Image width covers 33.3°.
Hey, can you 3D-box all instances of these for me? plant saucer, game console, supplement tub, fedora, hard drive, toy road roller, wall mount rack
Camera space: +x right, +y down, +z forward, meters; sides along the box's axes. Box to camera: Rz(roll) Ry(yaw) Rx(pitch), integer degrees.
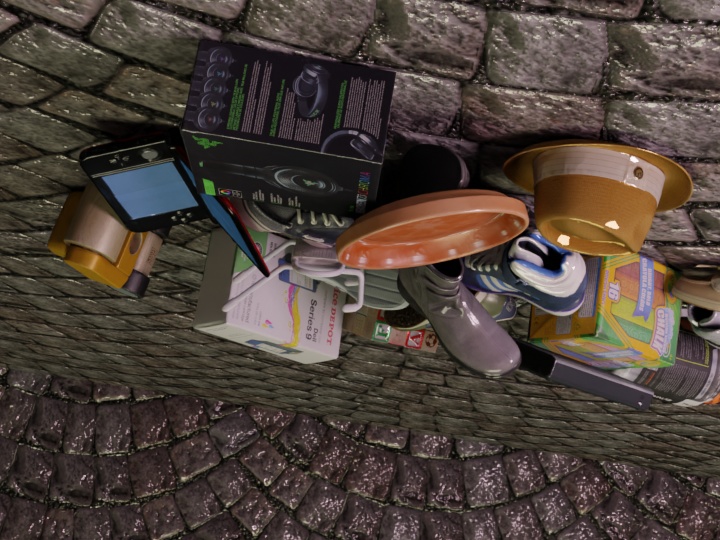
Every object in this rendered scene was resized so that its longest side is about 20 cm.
[{"bbox_3d":[0.071,-0.043,1.224,0.198,0.033,0.200,-9,167,-2],"label":"plant saucer"},{"bbox_3d":[-0.210,-0.061,1.386,0.170,0.120,0.200,-12,155,4],"label":"game console"},{"bbox_3d":[0.435,0.124,1.733,0.198,0.124,0.122,16,164,-22],"label":"supplement tub"},{"bbox_3d":[0.237,-0.066,1.221,0.198,0.083,0.201,9,166,2],"label":"fedora"},{"bbox_3d":[0.268,0.130,1.573,0.199,0.033,0.139,19,-178,-37],"label":"hard drive"},{"bbox_3d":[-0.346,-0.052,1.570,0.144,0.124,0.200,17,168,15],"label":"toy road roller"},{"bbox_3d":[-0.080,0.004,1.513,0.171,0.076,0.200,4,-164,0],"label":"wall mount rack"}]

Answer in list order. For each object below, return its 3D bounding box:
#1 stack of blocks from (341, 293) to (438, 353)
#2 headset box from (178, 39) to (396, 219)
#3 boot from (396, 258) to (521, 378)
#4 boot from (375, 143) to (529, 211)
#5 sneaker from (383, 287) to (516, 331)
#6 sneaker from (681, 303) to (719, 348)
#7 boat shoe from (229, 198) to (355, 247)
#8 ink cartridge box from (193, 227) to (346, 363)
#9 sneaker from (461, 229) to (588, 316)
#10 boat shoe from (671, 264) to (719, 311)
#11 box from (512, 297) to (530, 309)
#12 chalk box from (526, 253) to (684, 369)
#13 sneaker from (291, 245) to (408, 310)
[{"bbox_3d":[0.018,0.063,1.766,0.114,0.059,0.199,13,-177,-33],"label":"stack of blocks"},{"bbox_3d":[-0.074,-0.130,1.155,0.197,0.094,0.174,10,165,-1],"label":"headset box"},{"bbox_3d":[0.112,0.035,1.427,0.200,0.070,0.132,40,159,19],"label":"boot"},{"bbox_3d":[0.113,-0.079,1.317,0.172,0.070,0.199,11,170,-27],"label":"boot"},{"bbox_3d":[0.122,0.055,1.589,0.089,0.068,0.199,27,153,-29],"label":"sneaker"},{"bbox_3d":[0.512,0.066,1.559,0.198,0.076,0.114,-1,165,44],"label":"sneaker"},{"bbox_3d":[-0.059,-0.076,1.410,0.092,0.076,0.199,-7,167,34],"label":"boat shoe"},{"bbox_3d":[-0.120,0.035,1.692,0.199,0.147,0.087,22,159,-37],"label":"ink cartridge box"},{"bbox_3d":[0.174,-0.022,1.416,0.198,0.081,0.147,23,164,21],"label":"sneaker"},{"bbox_3d":[0.478,0.018,1.458,0.198,0.064,0.073,5,-169,25],"label":"boat shoe"},{"bbox_3d":[0.132,0.015,1.660,0.191,0.048,0.200,17,164,-12],"label":"box"},{"bbox_3d":[0.327,0.053,1.534,0.198,0.126,0.123,18,163,-35],"label":"chalk box"},{"bbox_3d":[0.000,0.000,1.621,0.199,0.074,0.070,24,-170,34],"label":"sneaker"}]
